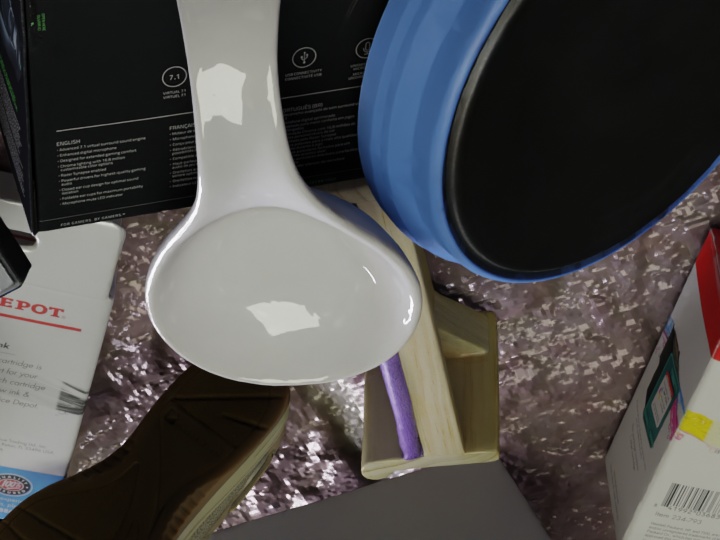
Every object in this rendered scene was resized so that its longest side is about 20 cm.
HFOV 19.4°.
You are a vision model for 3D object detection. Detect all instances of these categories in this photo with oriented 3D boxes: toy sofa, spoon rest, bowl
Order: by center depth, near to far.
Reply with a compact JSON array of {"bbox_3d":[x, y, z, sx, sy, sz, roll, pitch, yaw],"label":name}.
[{"bbox_3d":[-0.033,-0.023,0.711,0.098,0.061,0.201,-4,137,5],"label":"spoon rest"},{"bbox_3d":[0.089,-0.082,0.755,0.200,0.039,0.202,-30,143,-25],"label":"bowl"},{"bbox_3d":[0.000,0.000,0.898,0.097,0.083,0.201,-6,139,8],"label":"toy sofa"}]

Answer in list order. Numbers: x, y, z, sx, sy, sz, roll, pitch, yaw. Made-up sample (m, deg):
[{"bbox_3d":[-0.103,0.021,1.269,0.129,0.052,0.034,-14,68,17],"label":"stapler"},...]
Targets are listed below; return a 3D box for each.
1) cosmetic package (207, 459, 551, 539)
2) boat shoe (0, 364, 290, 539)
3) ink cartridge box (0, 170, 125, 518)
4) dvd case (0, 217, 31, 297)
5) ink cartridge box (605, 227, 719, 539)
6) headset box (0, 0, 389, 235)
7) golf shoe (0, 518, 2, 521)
[{"bbox_3d":[0.018,0.231,1.037,0.165,0.168,0.201,-13,137,-22],"label":"cosmetic package"},{"bbox_3d":[-0.107,0.120,0.975,0.072,0.200,0.065,37,157,21],"label":"boat shoe"},{"bbox_3d":[-0.173,0.019,0.943,0.115,0.067,0.201,12,132,-10],"label":"ink cartridge box"},{"bbox_3d":[-0.248,-0.018,0.818,0.199,0.025,0.151,-25,109,18],"label":"dvd case"},{"bbox_3d":[0.199,0.054,0.972,0.115,0.068,0.201,10,132,-9],"label":"ink cartridge box"},{"bbox_3d":[-0.043,-0.128,0.723,0.172,0.093,0.201,-11,136,-14],"label":"headset box"},{"bbox_3d":[-0.234,0.200,1.100,0.077,0.089,0.200,23,127,-18],"label":"golf shoe"}]
